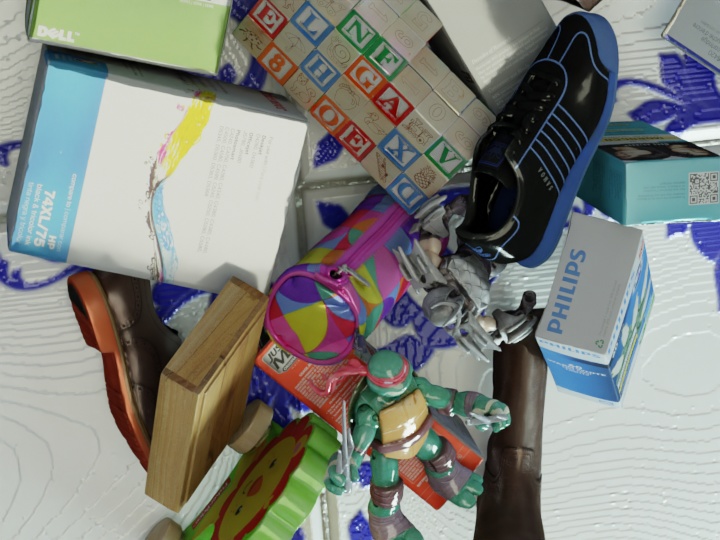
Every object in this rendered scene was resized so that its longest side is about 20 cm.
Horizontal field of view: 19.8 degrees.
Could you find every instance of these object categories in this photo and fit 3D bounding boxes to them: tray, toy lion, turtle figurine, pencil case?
[{"bbox_3d":[-0.117,0.098,1.563,0.037,0.200,0.099,30,59,8],"label":"tray"},{"bbox_3d":[-0.090,0.194,1.622,0.069,0.192,0.200,37,94,-14],"label":"toy lion"},{"bbox_3d":[0.036,0.122,1.539,0.149,0.101,0.200,-21,139,-7],"label":"turtle figurine"},{"bbox_3d":[0.000,0.000,1.591,0.088,0.200,0.089,9,117,19],"label":"pencil case"}]

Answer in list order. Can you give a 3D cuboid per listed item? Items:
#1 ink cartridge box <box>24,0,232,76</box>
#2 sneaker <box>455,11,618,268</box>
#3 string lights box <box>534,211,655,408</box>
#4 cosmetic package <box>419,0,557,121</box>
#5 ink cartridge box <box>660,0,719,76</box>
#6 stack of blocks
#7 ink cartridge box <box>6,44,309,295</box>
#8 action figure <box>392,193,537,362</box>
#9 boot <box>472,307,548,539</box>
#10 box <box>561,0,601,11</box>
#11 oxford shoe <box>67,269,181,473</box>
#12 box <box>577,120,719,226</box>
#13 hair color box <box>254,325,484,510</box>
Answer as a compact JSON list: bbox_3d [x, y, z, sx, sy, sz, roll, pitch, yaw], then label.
[{"bbox_3d":[-0.169,-0.190,1.518,0.147,0.200,0.076,10,101,-12],"label":"ink cartridge box"},{"bbox_3d":[0.130,-0.101,1.536,0.078,0.070,0.201,13,94,-44],"label":"sneaker"},{"bbox_3d":[0.186,0.035,1.622,0.059,0.200,0.103,16,79,14],"label":"string lights box"},{"bbox_3d":[0.086,-0.211,1.609,0.090,0.107,0.200,-36,104,-2],"label":"cosmetic package"},{"bbox_3d":[0.368,-0.229,1.690,0.197,0.047,0.200,31,97,-17],"label":"ink cartridge box"},{"bbox_3d":[0.011,-0.154,1.577,0.200,0.115,0.059,45,49,-3],"label":"stack of blocks"},{"bbox_3d":[-0.157,-0.077,1.574,0.199,0.147,0.147,12,100,-12],"label":"ink cartridge box"},{"bbox_3d":[0.092,-0.014,1.606,0.069,0.200,0.130,-16,115,31],"label":"action figure"},{"bbox_3d":[0.127,0.135,1.656,0.064,0.186,0.201,6,104,-6],"label":"boot"},{"bbox_3d":[0.218,-0.297,1.618,0.200,0.100,0.075,-42,106,2],"label":"box"},{"bbox_3d":[-0.168,0.085,1.650,0.072,0.071,0.201,-24,112,-18],"label":"oxford shoe"},{"bbox_3d":[0.214,-0.078,1.612,0.082,0.200,0.049,-3,102,-10],"label":"box"},{"bbox_3d":[0.001,0.098,1.665,0.200,0.102,0.061,40,96,-15],"label":"hair color box"}]
